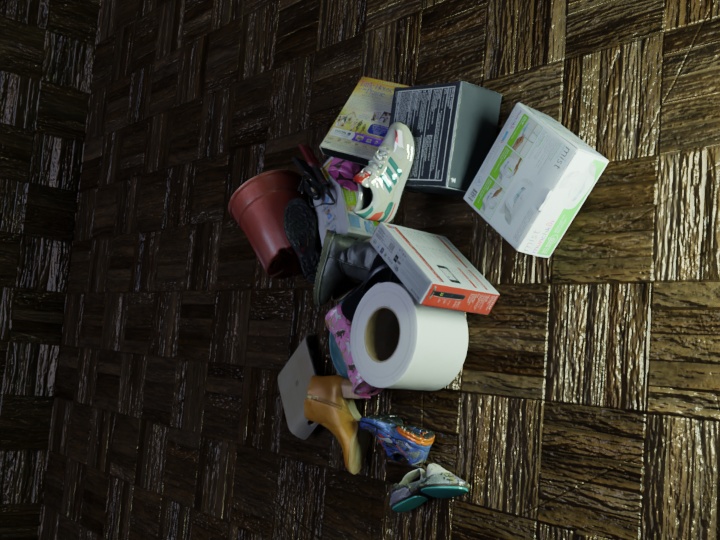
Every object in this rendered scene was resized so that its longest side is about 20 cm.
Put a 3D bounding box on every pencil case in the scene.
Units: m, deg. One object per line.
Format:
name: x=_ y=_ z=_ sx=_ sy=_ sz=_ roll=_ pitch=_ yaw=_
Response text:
pencil case: x=-0.008 y=0.166 z=1.774 sx=0.087 sy=0.082 sz=0.201 roll=76 pitch=172 yaw=-55
pencil case: x=0.004 y=-0.264 z=1.822 sx=0.090 sy=0.094 sz=0.201 roll=22 pitch=66 yaw=14

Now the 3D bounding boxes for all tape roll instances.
tape roll: x=0.092 y=0.130 z=1.650 sx=0.202 sy=0.138 sz=0.206 roll=-13 pitch=74 yaw=50

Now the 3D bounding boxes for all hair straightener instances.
hair straightener: x=-0.105 y=-0.197 z=1.878 sx=0.077 sy=0.041 sz=0.201 roll=-58 pitch=44 yaw=26

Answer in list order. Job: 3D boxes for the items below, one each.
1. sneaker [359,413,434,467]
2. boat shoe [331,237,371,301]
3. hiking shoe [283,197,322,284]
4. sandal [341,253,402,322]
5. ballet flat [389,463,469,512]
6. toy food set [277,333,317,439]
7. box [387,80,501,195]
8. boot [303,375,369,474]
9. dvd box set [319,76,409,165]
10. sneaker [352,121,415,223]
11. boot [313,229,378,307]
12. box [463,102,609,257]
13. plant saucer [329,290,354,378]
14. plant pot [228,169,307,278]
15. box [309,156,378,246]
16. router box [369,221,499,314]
sneaker: x=0.063 y=0.338 z=1.699 sx=0.199 sy=0.075 sz=0.080 roll=13 pitch=96 yaw=53
boat shoe: x=0.000 y=0.000 z=1.836 sx=0.200 sy=0.071 sz=0.065 roll=-43 pitch=35 yaw=41
hiking shoe: x=-0.122 y=-0.061 z=1.898 sx=0.101 sy=0.075 sz=0.202 roll=87 pitch=167 yaw=-82
sandal: x=0.035 y=0.030 z=1.707 sx=0.076 sy=0.043 sz=0.201 roll=36 pitch=110 yaw=0
ballet flat: x=0.126 y=0.405 z=1.611 sx=0.200 sy=0.071 sz=0.073 roll=-32 pitch=59 yaw=42
toy food set: x=-0.123 y=0.267 z=1.968 sx=0.144 sy=0.060 sz=0.201 roll=-54 pitch=37 yaw=30
box: x=0.157 y=-0.253 z=1.659 sx=0.197 sy=0.122 sz=0.203 roll=11 pitch=93 yaw=53
boot: x=-0.056 y=0.327 z=1.815 sx=0.142 sy=0.071 sz=0.204 roll=-2 pitch=80 yaw=30
dvd box set: x=0.022 y=-0.311 z=1.768 sx=0.145 sy=0.029 sz=0.201 roll=17 pitch=66 yaw=26
sneaker: x=0.038 y=-0.189 z=1.628 sx=0.070 sy=0.093 sz=0.202 roll=30 pitch=110 yaw=49
boot: x=0.008 y=0.015 z=1.768 sx=0.073 sy=0.197 sz=0.184 roll=-63 pitch=-12 yaw=-68
box: x=0.300 y=-0.157 z=1.480 sx=0.177 sy=0.096 sz=0.201 roll=50 pitch=120 yaw=43
plant saucer: x=0.001 y=0.143 z=1.852 sx=0.199 sy=0.027 sz=0.203 roll=-15 pitch=71 yaw=49
plant pot: x=-0.191 y=-0.100 z=2.026 sx=0.201 sy=0.199 sz=0.197 roll=-46 pitch=58 yaw=36
box: x=-0.029 y=-0.137 z=1.877 sx=0.101 sy=0.111 sz=0.202 roll=-39 pitch=53 yaw=42
router box: x=0.138 y=-0.004 z=1.588 sx=0.049 sy=0.178 sz=0.200 roll=-61 pitch=42 yaw=22
